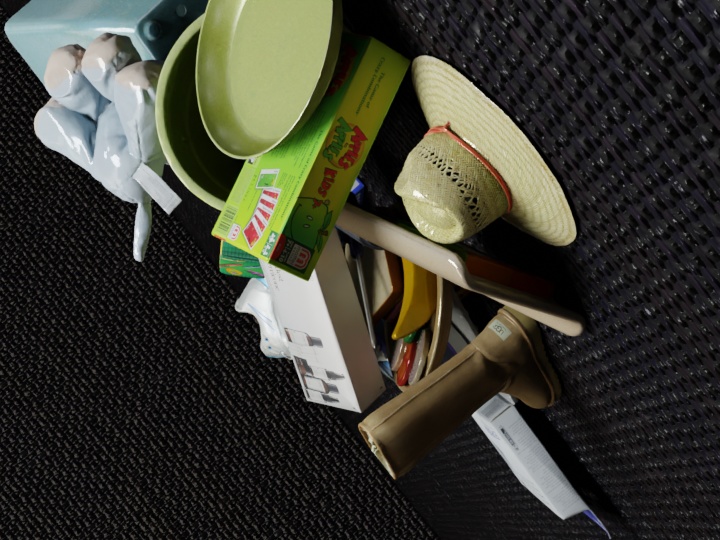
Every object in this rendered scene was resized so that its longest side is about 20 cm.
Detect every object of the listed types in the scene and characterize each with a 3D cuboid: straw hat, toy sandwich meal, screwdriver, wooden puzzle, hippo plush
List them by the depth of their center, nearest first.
[{"bbox_3d":[0.075,-0.070,1.168,0.201,0.085,0.201,48,170,11],"label":"straw hat"},{"bbox_3d":[0.084,-0.009,1.274,0.184,0.037,0.199,27,-178,43],"label":"wooden puzzle"},{"bbox_3d":[-0.196,-0.151,1.413,0.200,0.160,0.160,47,127,11],"label":"hippo plush"},{"bbox_3d":[0.000,0.000,1.477,0.029,0.028,0.201,68,-172,-56],"label":"screwdriver"},{"bbox_3d":[0.036,0.026,1.503,0.205,0.070,0.207,-176,90,-74],"label":"toy sandwich meal"}]

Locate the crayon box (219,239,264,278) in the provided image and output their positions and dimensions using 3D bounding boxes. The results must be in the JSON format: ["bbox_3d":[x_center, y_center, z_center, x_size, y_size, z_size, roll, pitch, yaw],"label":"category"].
[{"bbox_3d":[-0.122,-0.100,1.662,0.058,0.202,0.119,7,171,-4],"label":"crayon box"}]

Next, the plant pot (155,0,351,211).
[{"bbox_3d":[-0.074,-0.138,1.373,0.200,0.200,0.190,49,-178,8],"label":"plant pot"}]

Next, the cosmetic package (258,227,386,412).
[{"bbox_3d":[-0.042,0.049,1.515,0.082,0.051,0.201,6,125,39],"label":"cosmetic package"}]

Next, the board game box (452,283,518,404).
[{"bbox_3d":[0.094,0.040,1.654,0.200,0.026,0.201,38,165,53],"label":"board game box"}]

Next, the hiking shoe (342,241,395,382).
[{"bbox_3d":[0.024,0.059,1.723,0.201,0.074,0.087,55,179,3],"label":"hiking shoe"}]

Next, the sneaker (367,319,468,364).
[{"bbox_3d":[0.030,0.095,1.634,0.200,0.146,0.081,51,170,1],"label":"sneaker"}]

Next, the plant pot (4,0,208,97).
[{"bbox_3d":[-0.226,-0.250,1.587,0.199,0.196,0.197,9,140,53],"label":"plant pot"}]

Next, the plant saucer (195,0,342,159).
[{"bbox_3d":[-0.073,-0.190,1.214,0.031,0.201,0.200,10,-161,-38],"label":"plant saucer"}]

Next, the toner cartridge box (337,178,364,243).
[{"bbox_3d":[-0.043,-0.093,1.731,0.095,0.043,0.200,50,170,10],"label":"toner cartridge box"}]

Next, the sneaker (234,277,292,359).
[{"bbox_3d":[-0.070,0.084,1.738,0.200,0.087,0.075,44,-171,14],"label":"sneaker"}]

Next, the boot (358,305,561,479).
[{"bbox_3d":[0.101,0.138,1.468,0.066,0.200,0.176,42,167,40],"label":"boot"}]

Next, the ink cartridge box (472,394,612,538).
[{"bbox_3d":[0.206,0.233,1.745,0.200,0.041,0.200,52,177,-6],"label":"ink cartridge box"}]

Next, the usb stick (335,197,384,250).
[{"bbox_3d":[-0.036,-0.072,1.487,0.055,0.033,0.200,26,-175,-46],"label":"usb stick"}]

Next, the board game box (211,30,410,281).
[{"bbox_3d":[-0.043,-0.102,1.220,0.047,0.201,0.101,25,180,-37],"label":"board game box"}]
